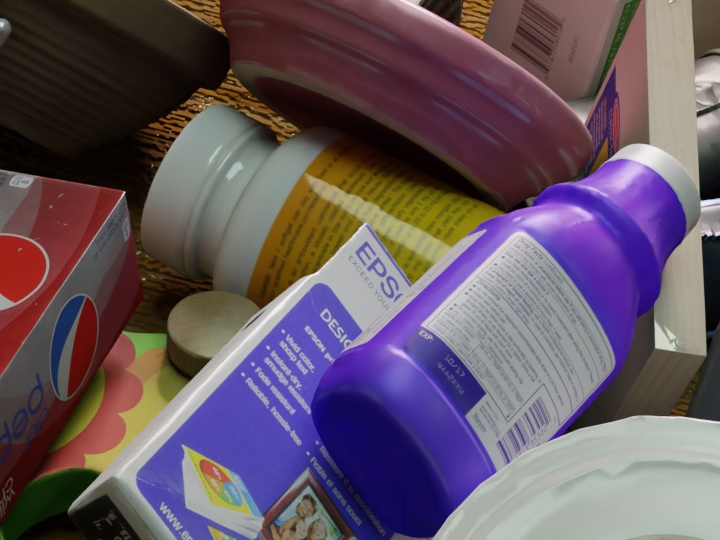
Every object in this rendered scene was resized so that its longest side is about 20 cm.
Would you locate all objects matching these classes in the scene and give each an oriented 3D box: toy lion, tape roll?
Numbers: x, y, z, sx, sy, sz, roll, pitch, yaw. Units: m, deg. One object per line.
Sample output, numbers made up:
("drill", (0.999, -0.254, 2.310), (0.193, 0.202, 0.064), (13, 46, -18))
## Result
("toy lion", (-0.134, 0.079, 0.945), (0.190, 0.069, 0.201), (0, 41, -6))
("tape roll", (0.111, 0.156, 0.784), (0.200, 0.071, 0.204), (-4, 61, 7))

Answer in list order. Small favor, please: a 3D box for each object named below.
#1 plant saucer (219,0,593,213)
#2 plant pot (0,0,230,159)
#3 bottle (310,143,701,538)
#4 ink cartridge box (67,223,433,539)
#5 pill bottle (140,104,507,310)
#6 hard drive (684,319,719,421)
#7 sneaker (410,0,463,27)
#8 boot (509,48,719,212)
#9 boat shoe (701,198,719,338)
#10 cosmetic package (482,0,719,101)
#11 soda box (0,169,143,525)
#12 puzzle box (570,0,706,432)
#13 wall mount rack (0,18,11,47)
("plant saucer", (0.014, -0.083, 1.050), (0.199, 0.201, 0.051), (26, 83, 14))
("plant pot", (-0.169, -0.119, 1.108), (0.200, 0.093, 0.201), (27, 1, 0))
("bottle", (0.067, 0.020, 0.882), (0.200, 0.065, 0.084), (-43, 102, -35))
("ink cartridge box", (0.002, 0.111, 0.876), (0.199, 0.043, 0.200), (54, 42, -8))
("pill bottle", (0.000, 0.000, 1.033), (0.199, 0.112, 0.111), (27, 40, 16))
("hard drive", (0.191, 0.084, 0.921), (0.033, 0.201, 0.140), (-10, 44, -26))
("sneaker", (0.010, -0.137, 1.253), (0.084, 0.073, 0.201), (-6, 39, 18))
("boot", (0.170, -0.044, 1.173), (0.199, 0.073, 0.182), (-17, 46, -36))
("boat shoe", (0.229, 0.006, 1.118), (0.198, 0.085, 0.069), (0, 29, -14))
("cosmetic package", (0.168, -0.167, 1.292), (0.085, 0.108, 0.199), (39, 46, 27))
("soda box", (-0.161, 0.046, 0.897), (0.069, 0.064, 0.201), (11, 44, 18))
("puzzle box", (0.129, -0.014, 1.031), (0.025, 0.133, 0.202), (8, 57, -7))
("wall mount rack", (-0.236, -0.035, 0.998), (0.172, 0.075, 0.201), (-12, 39, 9))
